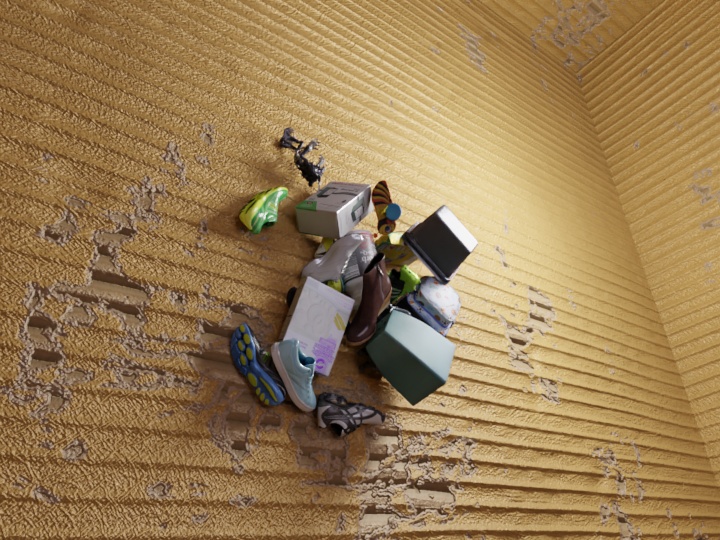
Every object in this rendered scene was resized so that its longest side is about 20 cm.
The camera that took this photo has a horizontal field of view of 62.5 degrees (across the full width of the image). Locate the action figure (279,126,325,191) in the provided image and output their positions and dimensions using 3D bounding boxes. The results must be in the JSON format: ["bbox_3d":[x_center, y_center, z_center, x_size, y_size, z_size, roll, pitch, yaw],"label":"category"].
[{"bbox_3d":[-0.152,-0.328,1.721,0.101,0.119,0.201,-34,72,-15],"label":"action figure"}]

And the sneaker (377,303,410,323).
[{"bbox_3d":[0.110,0.183,1.652,0.201,0.113,0.076,49,37,-5],"label":"sneaker"}]

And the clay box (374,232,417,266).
[{"bbox_3d":[0.105,-0.066,1.804,0.196,0.114,0.049,7,58,-39],"label":"clay box"}]

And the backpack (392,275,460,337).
[{"bbox_3d":[0.209,0.105,1.777,0.200,0.154,0.191,47,33,-4],"label":"backpack"}]

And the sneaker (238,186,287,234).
[{"bbox_3d":[-0.255,-0.161,1.586,0.201,0.072,0.085,-53,127,-49],"label":"sneaker"}]

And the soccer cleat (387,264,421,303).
[{"bbox_3d":[0.094,0.043,1.664,0.081,0.199,0.068,48,53,-3],"label":"soccer cleat"}]

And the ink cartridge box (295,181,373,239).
[{"bbox_3d":[-0.071,-0.176,1.682,0.200,0.143,0.086,-45,135,-47],"label":"ink cartridge box"}]

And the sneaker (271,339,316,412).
[{"bbox_3d":[-0.133,0.245,1.373,0.075,0.080,0.203,-90,159,-57],"label":"sneaker"}]

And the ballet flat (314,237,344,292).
[{"bbox_3d":[-0.093,-0.025,1.645,0.065,0.067,0.205,-6,67,-14],"label":"ballet flat"}]

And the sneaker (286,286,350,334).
[{"bbox_3d":[-0.111,0.105,1.557,0.198,0.072,0.083,36,15,-17],"label":"sneaker"}]

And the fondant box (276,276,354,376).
[{"bbox_3d":[-0.113,0.139,1.462,0.142,0.058,0.205,26,74,-20],"label":"fondant box"}]

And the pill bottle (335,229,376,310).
[{"bbox_3d":[0.000,0.000,1.665,0.114,0.115,0.205,2,68,-41],"label":"pill bottle"}]

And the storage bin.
[{"bbox_3d":[0.250,-0.090,1.760,0.201,0.134,0.145,49,39,1],"label":"storage bin"}]

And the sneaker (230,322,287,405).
[{"bbox_3d":[-0.233,0.216,1.372,0.202,0.070,0.082,57,21,6],"label":"sneaker"}]

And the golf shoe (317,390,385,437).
[{"bbox_3d":[-0.027,0.367,1.461,0.197,0.077,0.097,23,68,-28],"label":"golf shoe"}]

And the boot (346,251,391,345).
[{"bbox_3d":[0.014,0.071,1.507,0.201,0.071,0.169,-51,144,-37],"label":"boot"}]

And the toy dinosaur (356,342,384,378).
[{"bbox_3d":[0.038,0.221,1.612,0.101,0.076,0.204,-2,61,-55],"label":"toy dinosaur"}]

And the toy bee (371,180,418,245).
[{"bbox_3d":[0.071,-0.146,1.686,0.203,0.107,0.131,62,0,20],"label":"toy bee"}]

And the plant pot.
[{"bbox_3d":[0.120,0.214,1.540,0.199,0.141,0.142,39,39,-9],"label":"plant pot"}]

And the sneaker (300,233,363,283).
[{"bbox_3d":[-0.064,-0.021,1.582,0.088,0.199,0.074,51,5,12],"label":"sneaker"}]
